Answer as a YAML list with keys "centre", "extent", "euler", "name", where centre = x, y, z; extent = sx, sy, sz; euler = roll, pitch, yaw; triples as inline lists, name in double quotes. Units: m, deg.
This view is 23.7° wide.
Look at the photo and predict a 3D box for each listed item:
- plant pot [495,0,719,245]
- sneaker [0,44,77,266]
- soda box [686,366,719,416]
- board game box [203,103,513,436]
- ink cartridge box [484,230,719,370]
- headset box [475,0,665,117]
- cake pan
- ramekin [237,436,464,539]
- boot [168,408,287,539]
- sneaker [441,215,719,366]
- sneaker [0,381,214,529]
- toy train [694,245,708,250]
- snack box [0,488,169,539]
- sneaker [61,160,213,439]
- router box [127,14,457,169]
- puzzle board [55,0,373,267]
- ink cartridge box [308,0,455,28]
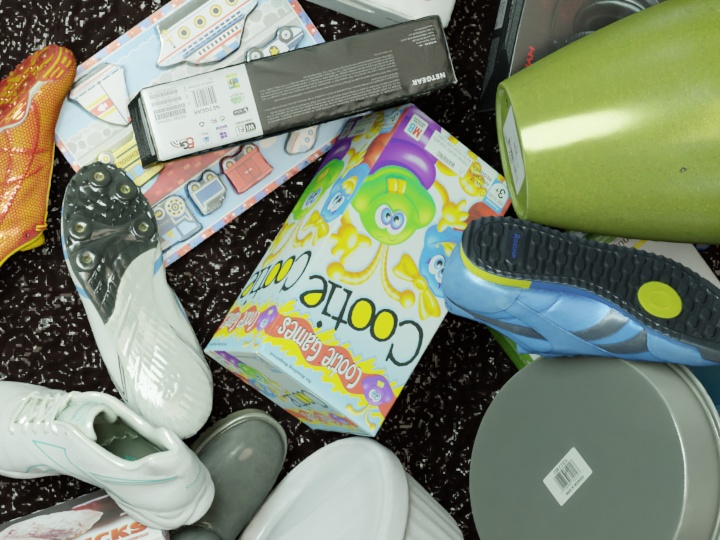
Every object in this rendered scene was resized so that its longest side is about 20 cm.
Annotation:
- centre: [0.196, -0.093, 1.126]
  extent: [0.200, 0.187, 0.188]
  euler: [-10, 95, -4]
  name: "plant pot"
- centre: [-0.241, -0.060, 1.171]
  extent: [0.077, 0.073, 0.200]
  euler: [26, 94, -28]
  name: "sneaker"
- centre: [0.293, 0.098, 1.247]
  extent: [0.200, 0.068, 0.064]
  euler: [-9, 118, -28]
  name: "soda box"
- centre: [0.000, 0.000, 1.172]
  extent: [0.103, 0.105, 0.200]
  euler: [37, 74, -20]
  name: "board game box"
- centre: [0.205, 0.061, 1.258]
  extent: [0.148, 0.076, 0.200]
  euler: [-39, 99, -7]
  name: "ink cartridge box"
- centre: [0.200, -0.166, 1.245]
  extent: [0.200, 0.077, 0.149]
  euler: [13, 90, -11]
  name: "headset box"
- centre: [0.151, 0.140, 1.144]
  extent: [0.037, 0.200, 0.201]
  euler: [12, 91, -48]
  name: "cake pan"
- centre: [-0.011, 0.222, 1.167]
  extent: [0.094, 0.202, 0.203]
  euler: [35, 86, -24]
  name: "ramekin"
- centre: [-0.087, 0.195, 1.139]
  extent: [0.073, 0.200, 0.182]
  euler: [36, 88, -22]
  name: "boot"
- centre: [0.150, 0.027, 1.116]
  extent: [0.200, 0.079, 0.066]
  euler: [17, 46, 3]
  name: "sneaker"
- centre: [-0.192, 0.105, 1.145]
  extent: [0.200, 0.080, 0.071]
  euler: [15, 56, 18]
  name: "sneaker"
- centre: [0.313, -0.028, 1.299]
  extent: [0.200, 0.034, 0.046]
  euler: [10, 104, -13]
  name: "toy train"
- centre: [-0.229, 0.198, 1.163]
  extent: [0.200, 0.072, 0.024]
  euler: [-19, 123, -2]
  name: "snack box"
- centre: [-0.159, 0.023, 1.184]
  extent: [0.072, 0.072, 0.200]
  euler: [-20, 91, -20]
  name: "sneaker"
- centre: [-0.051, -0.117, 1.141]
  extent: [0.200, 0.149, 0.051]
  euler: [-15, 95, -10]
  name: "router box"
- centre: [-0.111, -0.114, 1.213]
  extent: [0.200, 0.017, 0.151]
  euler: [-36, 100, -8]
  name: "puzzle board"
- centre: [0.014, -0.277, 1.190]
  extent: [0.146, 0.084, 0.200]
  euler: [19, 87, -13]
  name: "ink cartridge box"
